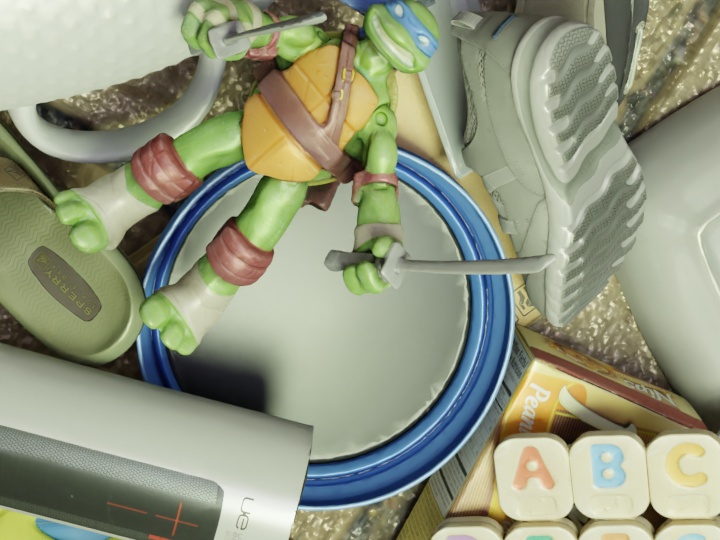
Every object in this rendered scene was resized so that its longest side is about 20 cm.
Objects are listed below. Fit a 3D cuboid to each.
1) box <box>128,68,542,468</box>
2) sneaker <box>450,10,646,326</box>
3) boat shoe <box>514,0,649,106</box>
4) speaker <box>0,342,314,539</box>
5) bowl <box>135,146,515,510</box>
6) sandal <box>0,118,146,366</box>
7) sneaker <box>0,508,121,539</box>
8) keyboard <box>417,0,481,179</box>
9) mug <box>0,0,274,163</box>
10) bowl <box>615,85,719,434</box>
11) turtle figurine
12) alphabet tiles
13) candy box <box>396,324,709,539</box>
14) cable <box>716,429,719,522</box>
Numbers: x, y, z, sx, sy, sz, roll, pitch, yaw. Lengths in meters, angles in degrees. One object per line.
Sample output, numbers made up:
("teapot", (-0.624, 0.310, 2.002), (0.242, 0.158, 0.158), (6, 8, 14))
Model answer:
("box", (0.000, 0.000, 1.076), (0.200, 0.021, 0.164), (-36, 107, 0))
("sneaker", (0.093, -0.057, 1.022), (0.075, 0.082, 0.200), (-40, 140, -28))
("boat shoe", (0.122, -0.175, 1.050), (0.063, 0.072, 0.201), (-6, 103, -54))
("speaker", (-0.125, 0.090, 0.985), (0.199, 0.081, 0.081), (16, 101, -4))
("bowl", (-0.020, 0.026, 1.046), (0.200, 0.039, 0.201), (-2, 103, -10))
("sandal", (-0.191, -0.029, 0.989), (0.201, 0.057, 0.080), (38, 104, 5))
("sneaker", (-0.206, 0.109, 1.047), (0.200, 0.076, 0.105), (24, 56, 3))
("keyboard", (0.035, -0.150, 1.031), (0.056, 0.011, 0.201), (-30, 106, -37))
("mug", (-0.127, -0.140, 0.961), (0.175, 0.148, 0.200), (-14, 127, -15))
("bowl", (0.249, -0.010, 1.099), (0.199, 0.075, 0.200), (-29, 109, -2))
("turtle figurine", (-0.046, -0.046, 0.917), (0.194, 0.200, 0.144), (-39, 130, 18))
("alphabet tiles", (0.139, 0.175, 1.050), (0.199, 0.015, 0.196), (-2, 111, 14))
("candy box", (0.093, 0.144, 1.104), (0.115, 0.055, 0.200), (24, 104, -17))
("cable", (0.266, 0.152, 1.082), (0.200, 0.069, 0.200), (-45, 114, 9))
